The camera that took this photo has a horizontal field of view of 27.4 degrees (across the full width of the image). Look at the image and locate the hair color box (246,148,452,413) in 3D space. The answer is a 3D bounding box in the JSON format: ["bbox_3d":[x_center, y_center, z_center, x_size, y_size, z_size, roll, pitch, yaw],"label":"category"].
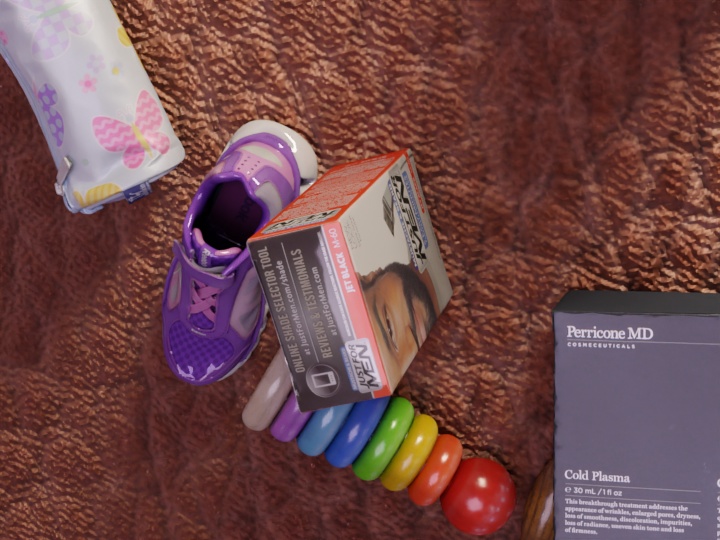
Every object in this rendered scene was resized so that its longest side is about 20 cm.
[{"bbox_3d":[0.000,0.000,0.932,0.064,0.200,0.111,-13,103,18],"label":"hair color box"}]

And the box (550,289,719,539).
[{"bbox_3d":[0.225,0.109,0.941,0.200,0.104,0.182,2,98,14],"label":"box"}]

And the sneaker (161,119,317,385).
[{"bbox_3d":[-0.098,-0.005,1.018,0.080,0.088,0.200,24,112,6],"label":"sneaker"}]

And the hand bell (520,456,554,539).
[{"bbox_3d":[0.115,0.219,1.044,0.104,0.104,0.200,21,98,8],"label":"hand bell"}]

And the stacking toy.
[{"bbox_3d":[0.021,0.118,1.033,0.200,0.085,0.085,30,112,-1],"label":"stacking toy"}]

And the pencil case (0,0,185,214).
[{"bbox_3d":[-0.197,-0.139,1.005,0.091,0.083,0.200,-25,98,-2],"label":"pencil case"}]
